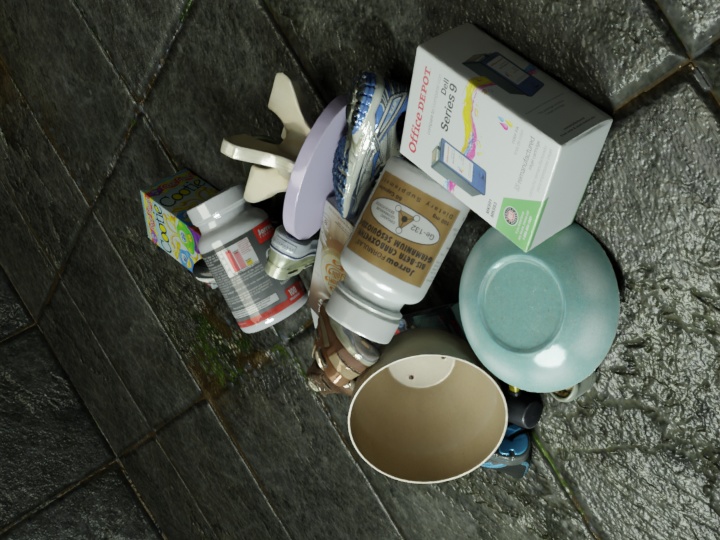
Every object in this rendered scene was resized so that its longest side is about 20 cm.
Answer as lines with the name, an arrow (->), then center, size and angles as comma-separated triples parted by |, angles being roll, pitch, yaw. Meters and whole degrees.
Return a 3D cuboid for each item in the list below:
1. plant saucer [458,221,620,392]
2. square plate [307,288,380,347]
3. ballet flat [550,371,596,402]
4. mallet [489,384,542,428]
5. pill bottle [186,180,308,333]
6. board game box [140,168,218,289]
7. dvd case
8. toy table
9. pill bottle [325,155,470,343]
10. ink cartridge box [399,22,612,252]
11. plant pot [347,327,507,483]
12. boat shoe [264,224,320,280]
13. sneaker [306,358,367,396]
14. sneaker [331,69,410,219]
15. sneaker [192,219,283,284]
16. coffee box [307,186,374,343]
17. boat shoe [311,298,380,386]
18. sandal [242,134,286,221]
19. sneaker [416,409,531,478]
plant saucer -> 0.185, 0.036, 0.998 | 0.199, 0.038, 0.204 | 2, 93, 38
square plate -> -0.001, 0.135, 1.391 | 0.200, 0.028, 0.199 | 42, 158, 27
ballet flat -> 0.204, 0.061, 1.050 | 0.201, 0.063, 0.067 | 59, 146, 1
mallet -> 0.183, 0.103, 1.146 | 0.066, 0.041, 0.203 | 10, 119, 53
pill bottle -> -0.168, -0.020, 1.331 | 0.115, 0.115, 0.202 | -11, 109, 56
board game box -> -0.279, -0.076, 1.565 | 0.199, 0.104, 0.104 | 33, 139, 34
dvd case -> 0.106, 0.125, 1.277 | 0.199, 0.022, 0.147 | -19, 100, 59
toy table -> -0.083, -0.155, 1.184 | 0.116, 0.183, 0.202 | 31, 107, 20
pill bottle -> 0.040, -0.022, 1.072 | 0.114, 0.114, 0.202 | 33, 100, 34
ink cartridge box -> 0.143, -0.141, 0.948 | 0.200, 0.087, 0.146 | 44, 145, 28
plant pot -> 0.083, 0.153, 1.166 | 0.135, 0.197, 0.202 | -90, -9, -60
boat shoe -> -0.095, -0.031, 1.282 | 0.072, 0.200, 0.062 | 33, 101, 7
sneaker -> -0.037, 0.152, 1.268 | 0.071, 0.075, 0.200 | 53, 180, -4
sneaker -> 0.018, -0.144, 1.108 | 0.078, 0.084, 0.202 | -103, 22, -47
sneaker -> -0.179, -0.041, 1.427 | 0.197, 0.076, 0.089 | -11, 114, 15
coffee box -> 0.000, 0.000, 1.248 | 0.114, 0.079, 0.202 | 46, 142, 31
boat shoe -> -0.033, 0.092, 1.149 | 0.076, 0.072, 0.200 | 40, -178, -12
sandal -> -0.139, -0.140, 1.365 | 0.202, 0.079, 0.058 | 99, 172, -55
sneaker -> 0.142, 0.232, 1.247 | 0.198, 0.073, 0.082 | 20, 147, 31
